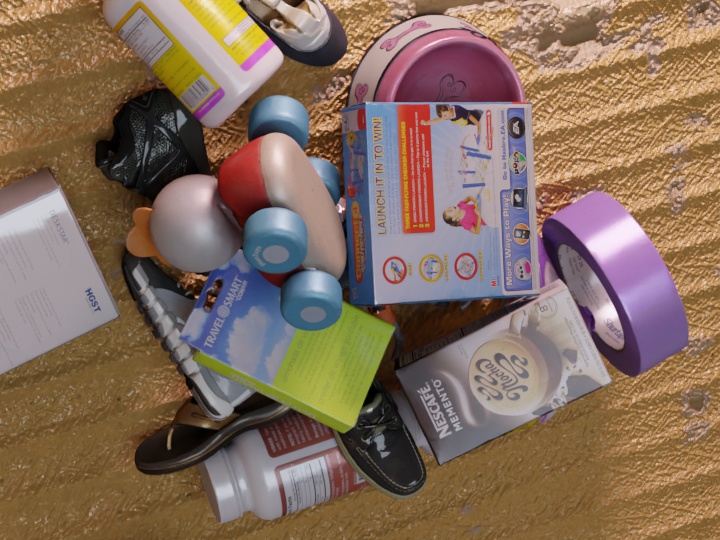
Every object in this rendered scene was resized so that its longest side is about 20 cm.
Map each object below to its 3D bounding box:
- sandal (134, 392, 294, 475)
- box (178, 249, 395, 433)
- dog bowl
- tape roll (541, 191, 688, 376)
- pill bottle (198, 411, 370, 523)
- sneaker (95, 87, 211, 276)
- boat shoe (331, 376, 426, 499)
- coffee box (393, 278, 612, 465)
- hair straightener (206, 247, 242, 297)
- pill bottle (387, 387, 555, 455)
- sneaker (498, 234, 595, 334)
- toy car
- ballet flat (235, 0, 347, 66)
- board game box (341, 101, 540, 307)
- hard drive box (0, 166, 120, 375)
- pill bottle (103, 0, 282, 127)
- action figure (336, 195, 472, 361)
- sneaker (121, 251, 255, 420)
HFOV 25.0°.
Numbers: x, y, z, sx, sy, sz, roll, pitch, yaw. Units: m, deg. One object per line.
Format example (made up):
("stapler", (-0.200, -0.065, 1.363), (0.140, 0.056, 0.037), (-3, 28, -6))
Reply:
("sandal", (-0.155, 0.154, 1.742), (0.199, 0.082, 0.055), (-24, 115, 3))
("box", (-0.077, 0.069, 1.661), (0.199, 0.048, 0.123), (27, 68, -8))
("dog bowl", (0.088, -0.168, 1.723), (0.199, 0.074, 0.202), (-5, 104, -21))
("tape roll", (0.280, 0.015, 1.800), (0.065, 0.200, 0.201), (-29, 116, -10))
("pill bottle", (-0.073, 0.206, 1.784), (0.199, 0.112, 0.113), (-17, 113, -14))
("sneaker", (-0.207, -0.083, 1.655), (0.114, 0.076, 0.201), (-16, 110, -13))
("boat shoe", (0.002, 0.152, 1.719), (0.072, 0.066, 0.201), (-32, 80, -17))
("coffee box", (0.146, 0.106, 1.693), (0.199, 0.080, 0.114), (-27, 95, 3))
("hair straightener", (-0.124, 0.022, 1.737), (0.076, 0.041, 0.201), (7, 111, -22))
("pill bottle", (0.116, 0.146, 1.827), (0.199, 0.104, 0.105), (-16, 114, -22))
("sneaker", (0.215, 0.048, 1.812), (0.088, 0.201, 0.081), (-2, 152, -23))
("toy car", (-0.129, -0.040, 1.591), (0.199, 0.185, 0.177), (-14, 138, 15))
("ballet flat", (-0.084, -0.267, 1.637), (0.200, 0.073, 0.073), (38, 92, -27))
("board game box", (0.083, -0.068, 1.642), (0.195, 0.056, 0.202), (-2, 91, -27))
("hard drive box", (-0.365, 0.014, 1.626), (0.199, 0.077, 0.157), (-25, 116, -10))
("pill bottle", (-0.176, -0.242, 1.567), (0.104, 0.104, 0.200), (-43, 98, -2))
("action figure", (0.000, 0.000, 1.738), (0.194, 0.200, 0.105), (48, 43, -6))
("sneaker", (-0.159, 0.046, 1.704), (0.115, 0.075, 0.201), (-32, 95, -14))
